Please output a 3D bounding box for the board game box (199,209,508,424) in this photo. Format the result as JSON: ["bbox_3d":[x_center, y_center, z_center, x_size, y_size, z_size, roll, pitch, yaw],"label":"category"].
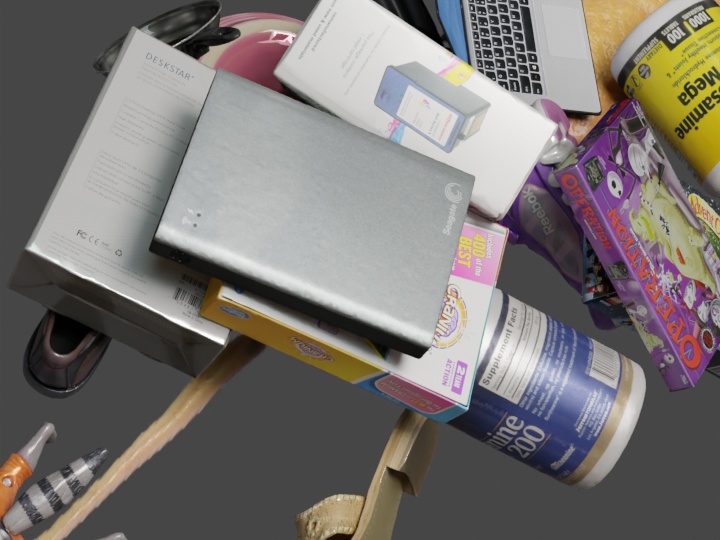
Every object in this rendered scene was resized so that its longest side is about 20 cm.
[{"bbox_3d":[0.000,0.000,1.104,0.198,0.040,0.155,26,61,-16],"label":"board game box"}]

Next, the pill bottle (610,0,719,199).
[{"bbox_3d":[0.320,-0.138,1.359,0.112,0.113,0.201,-28,72,-27],"label":"pill bottle"}]

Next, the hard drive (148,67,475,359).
[{"bbox_3d":[-0.029,-0.039,1.054,0.198,0.033,0.141,22,61,-9],"label":"hard drive"}]

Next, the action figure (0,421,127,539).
[{"bbox_3d":[-0.273,0.161,1.045,0.192,0.105,0.201,-25,80,-36],"label":"action figure"}]

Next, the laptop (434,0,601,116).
[{"bbox_3d":[0.129,-0.251,1.341,0.197,0.116,0.190,4,62,-18],"label":"laptop"}]

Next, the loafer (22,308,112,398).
[{"bbox_3d":[-0.192,-0.001,1.160,0.071,0.063,0.202,23,63,-7],"label":"loafer"}]

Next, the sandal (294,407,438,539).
[{"bbox_3d":[-0.014,0.190,1.153,0.069,0.078,0.213,15,61,24],"label":"sandal"}]

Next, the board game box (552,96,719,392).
[{"bbox_3d":[0.229,-0.021,1.215,0.120,0.032,0.201,-44,109,-40],"label":"board game box"}]

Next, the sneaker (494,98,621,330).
[{"bbox_3d":[0.162,-0.038,1.300,0.202,0.088,0.080,64,20,-7],"label":"sneaker"}]

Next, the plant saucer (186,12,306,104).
[{"bbox_3d":[-0.069,-0.127,1.264,0.198,0.051,0.203,7,66,-16],"label":"plant saucer"}]

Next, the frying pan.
[{"bbox_3d":[-0.130,-0.183,1.207,0.115,0.188,0.031,-50,124,-41],"label":"frying pan"}]

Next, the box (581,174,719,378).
[{"bbox_3d":[0.258,-0.007,1.289,0.199,0.037,0.138,26,59,-39],"label":"box"}]

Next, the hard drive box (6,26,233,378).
[{"bbox_3d":[-0.142,-0.050,1.126,0.155,0.077,0.202,27,61,-11],"label":"hard drive box"}]

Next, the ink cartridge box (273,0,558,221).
[{"bbox_3d":[0.040,-0.125,1.178,0.199,0.145,0.088,35,92,-2],"label":"ink cartridge box"}]

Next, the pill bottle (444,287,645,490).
[{"bbox_3d":[0.112,0.080,1.207,0.198,0.111,0.112,27,62,-7],"label":"pill bottle"}]

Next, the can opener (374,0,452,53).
[{"bbox_3d":[0.043,-0.206,1.333,0.063,0.079,0.202,-3,56,-28],"label":"can opener"}]
